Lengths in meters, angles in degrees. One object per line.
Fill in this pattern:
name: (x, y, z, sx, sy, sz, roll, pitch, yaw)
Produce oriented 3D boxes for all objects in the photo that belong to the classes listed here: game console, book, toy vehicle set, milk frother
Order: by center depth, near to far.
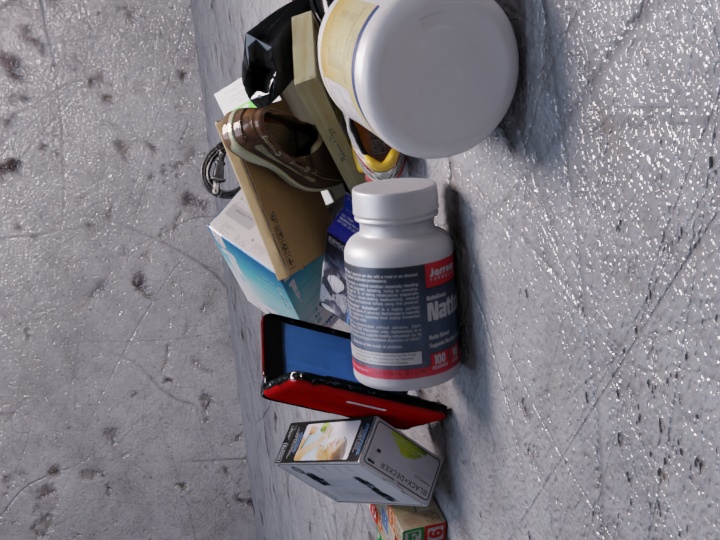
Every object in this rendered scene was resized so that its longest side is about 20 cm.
game console: (-0.010, 0.110, 1.247, 0.172, 0.197, 0.121, 149, 132, -62)
toy vehicle set: (-0.031, -0.193, 1.264, 0.201, 0.026, 0.126, 61, -162, -45)
book: (-0.110, -0.174, 1.439, 0.132, 0.048, 0.203, -18, 102, 46)
milk frother: (-0.139, -0.148, 1.606, 0.189, 0.196, 0.184, 117, 146, -67)

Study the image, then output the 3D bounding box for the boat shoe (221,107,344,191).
boat shoe: (-0.070, -0.144, 1.254, 0.074, 0.201, 0.076, -12, 75, 38)

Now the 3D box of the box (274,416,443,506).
box: (-0.005, 0.235, 1.292, 0.199, 0.116, 0.061, -16, 44, 55)

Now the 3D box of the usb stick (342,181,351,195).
usb stick: (-0.012, -0.144, 1.385, 0.033, 0.055, 0.202, -44, 45, 26)

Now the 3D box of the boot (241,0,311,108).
boot: (-0.078, -0.258, 1.323, 0.201, 0.064, 0.167, -61, -31, -49)

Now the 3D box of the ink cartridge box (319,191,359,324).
ink cartridge box: (0.000, 0.000, 1.338, 0.099, 0.039, 0.202, 32, 144, 19)

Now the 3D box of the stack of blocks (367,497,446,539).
stack of blocks: (0.051, 0.314, 1.374, 0.201, 0.057, 0.117, -120, 26, -58)

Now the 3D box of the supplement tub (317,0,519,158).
supplement tub: (0.042, -0.189, 0.933, 0.200, 0.141, 0.147, -130, 34, -66)

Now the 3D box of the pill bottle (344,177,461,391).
pill bottle: (0.043, 0.012, 1.102, 0.120, 0.117, 0.204, -141, 44, -70)

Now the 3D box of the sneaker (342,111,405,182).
sneaker: (0.011, -0.201, 1.187, 0.082, 0.076, 0.204, 10, -117, -89)

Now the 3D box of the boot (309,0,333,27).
boot: (-0.017, -0.386, 1.237, 0.163, 0.072, 0.201, 115, 143, -56)

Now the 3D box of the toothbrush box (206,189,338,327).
toothbrush box: (-0.113, -0.002, 1.484, 0.145, 0.085, 0.201, 32, 158, 30)

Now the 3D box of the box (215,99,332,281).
box: (-0.098, -0.105, 1.310, 0.203, 0.021, 0.163, 68, -154, -7)
